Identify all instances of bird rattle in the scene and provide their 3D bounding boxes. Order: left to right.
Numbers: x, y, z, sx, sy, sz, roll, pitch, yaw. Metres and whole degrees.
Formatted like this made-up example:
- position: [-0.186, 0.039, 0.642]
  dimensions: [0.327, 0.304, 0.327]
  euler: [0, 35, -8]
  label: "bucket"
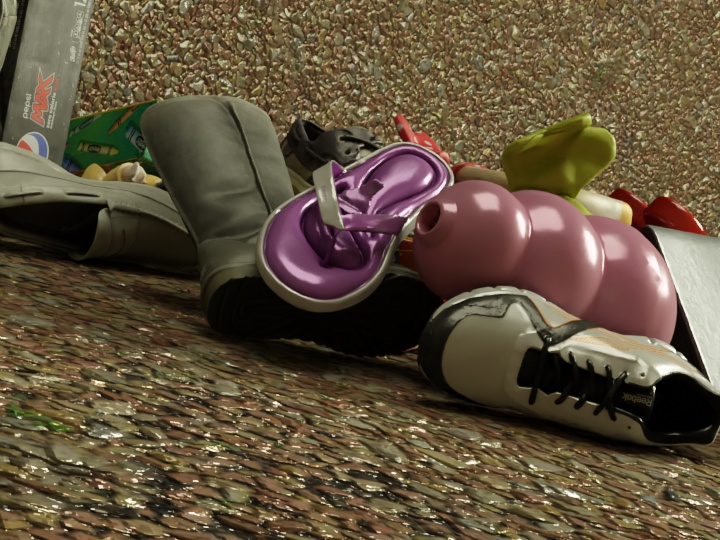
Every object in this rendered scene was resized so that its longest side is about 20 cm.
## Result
- position: [0.115, -0.052, 1.243]
  dimensions: [0.162, 0.114, 0.199]
  euler: [15, -10, -42]
  label: "bird rattle"

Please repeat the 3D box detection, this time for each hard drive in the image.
- position: [0.268, 0.042, 1.208]
  dimensions: [0.033, 0.141, 0.199]
  euler: [-27, -18, 30]
  label: "hard drive"

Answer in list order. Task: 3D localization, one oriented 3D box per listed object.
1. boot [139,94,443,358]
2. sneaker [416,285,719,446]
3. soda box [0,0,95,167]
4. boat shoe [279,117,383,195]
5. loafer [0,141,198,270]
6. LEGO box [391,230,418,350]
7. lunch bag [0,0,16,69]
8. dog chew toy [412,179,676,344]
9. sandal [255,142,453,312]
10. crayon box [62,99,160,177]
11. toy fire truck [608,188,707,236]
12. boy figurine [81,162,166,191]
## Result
- position: [-0.049, -0.035, 1.093]
  dimensions: [0.181, 0.073, 0.200]
  euler: [11, 30, -26]
  label: "boot"
- position: [0.130, 0.059, 0.963]
  dimensions: [0.199, 0.074, 0.080]
  euler: [11, 8, -21]
  label: "sneaker"
- position: [-0.268, -0.132, 1.263]
  dimensions: [0.063, 0.202, 0.071]
  euler: [15, 5, 37]
  label: "soda box"
- position: [-0.010, -0.076, 1.214]
  dimensions: [0.071, 0.065, 0.200]
  euler: [12, 6, -30]
  label: "boat shoe"
- position: [-0.200, -0.033, 1.214]
  dimensions: [0.199, 0.070, 0.070]
  euler: [16, 40, -28]
  label: "loafer"
- position: [0.000, 0.000, 1.224]
  dimensions: [0.148, 0.078, 0.200]
  euler: [15, 5, 16]
  label: "LEGO box"
- position: [-0.307, -0.117, 1.065]
  dimensions: [0.138, 0.202, 0.168]
  euler: [15, 8, -8]
  label: "lunch bag"
- position: [0.112, 0.007, 1.047]
  dimensions: [0.199, 0.125, 0.124]
  euler: [27, -4, -35]
  label: "dog chew toy"
- position: [-0.002, -0.043, 1.022]
  dimensions: [0.082, 0.050, 0.203]
  euler: [27, 36, 12]
  label: "sandal"
- position: [-0.197, -0.095, 1.471]
  dimensions: [0.118, 0.059, 0.199]
  euler: [24, -17, -36]
  label: "crayon box"
- position: [0.276, 0.023, 1.539]
  dimensions: [0.168, 0.112, 0.200]
  euler: [49, -8, -18]
  label: "toy fire truck"
- position: [-0.164, -0.052, 1.346]
  dimensions: [0.199, 0.065, 0.124]
  euler: [3, -26, 42]
  label: "boy figurine"
